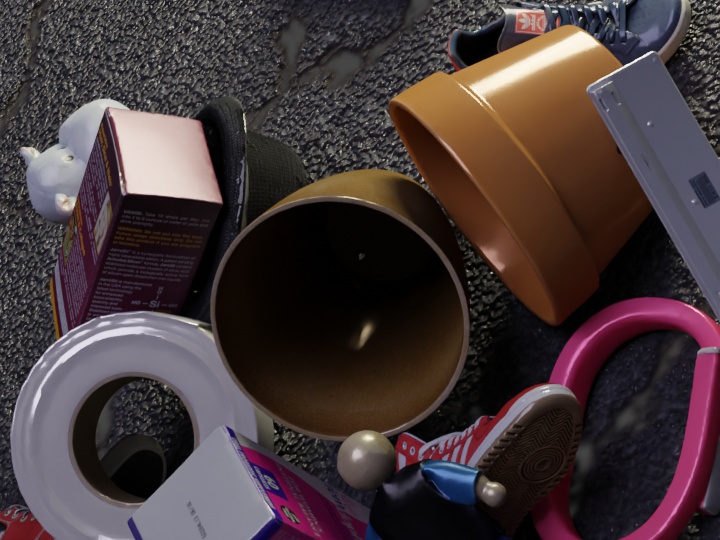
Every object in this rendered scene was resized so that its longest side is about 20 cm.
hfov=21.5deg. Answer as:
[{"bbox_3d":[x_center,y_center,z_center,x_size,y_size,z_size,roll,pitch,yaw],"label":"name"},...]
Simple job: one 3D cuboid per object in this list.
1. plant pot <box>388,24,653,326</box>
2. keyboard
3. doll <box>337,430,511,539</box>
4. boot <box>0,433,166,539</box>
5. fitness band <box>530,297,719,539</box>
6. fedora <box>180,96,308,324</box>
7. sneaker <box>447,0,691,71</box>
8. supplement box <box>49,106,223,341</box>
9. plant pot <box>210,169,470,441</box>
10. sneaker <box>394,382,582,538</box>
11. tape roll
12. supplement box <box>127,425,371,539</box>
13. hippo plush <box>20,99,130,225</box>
[{"bbox_3d":[0.133,-0.081,1.358,0.140,0.200,0.200,-37,42,-4],"label":"plant pot"},{"bbox_3d":[0.225,-0.050,1.275,0.056,0.011,0.201,-28,84,-12],"label":"keyboard"},{"bbox_3d":[0.057,0.186,1.246,0.136,0.200,0.048,-41,4,29],"label":"doll"},{"bbox_3d":[-0.254,0.204,1.612,0.200,0.072,0.144,-57,40,3],"label":"boot"},{"bbox_3d":[0.184,0.111,1.290,0.143,0.037,0.201,-6,60,41],"label":"fitness band"},{"bbox_3d":[-0.097,-0.042,1.585,0.200,0.091,0.202,-173,90,-67],"label":"fedora"},{"bbox_3d":[0.155,-0.181,1.466,0.199,0.084,0.075,-18,53,34],"label":"sneaker"},{"bbox_3d":[-0.189,-0.020,1.563,0.111,0.085,0.200,-108,33,-44],"label":"supplement box"},{"bbox_3d":[0.000,0.000,1.416,0.186,0.187,0.200,-36,12,21],"label":"plant pot"},{"bbox_3d":[0.082,0.125,1.310,0.113,0.071,0.200,-108,36,-46],"label":"sneaker"},{"bbox_3d":[-0.170,0.132,1.496,0.201,0.071,0.204,-1,86,8],"label":"tape roll"},{"bbox_3d":[-0.048,0.208,1.320,0.103,0.200,0.101,-45,43,9],"label":"supplement box"},{"bbox_3d":[-0.233,-0.079,1.703,0.200,0.161,0.159,-49,42,7],"label":"hippo plush"}]
